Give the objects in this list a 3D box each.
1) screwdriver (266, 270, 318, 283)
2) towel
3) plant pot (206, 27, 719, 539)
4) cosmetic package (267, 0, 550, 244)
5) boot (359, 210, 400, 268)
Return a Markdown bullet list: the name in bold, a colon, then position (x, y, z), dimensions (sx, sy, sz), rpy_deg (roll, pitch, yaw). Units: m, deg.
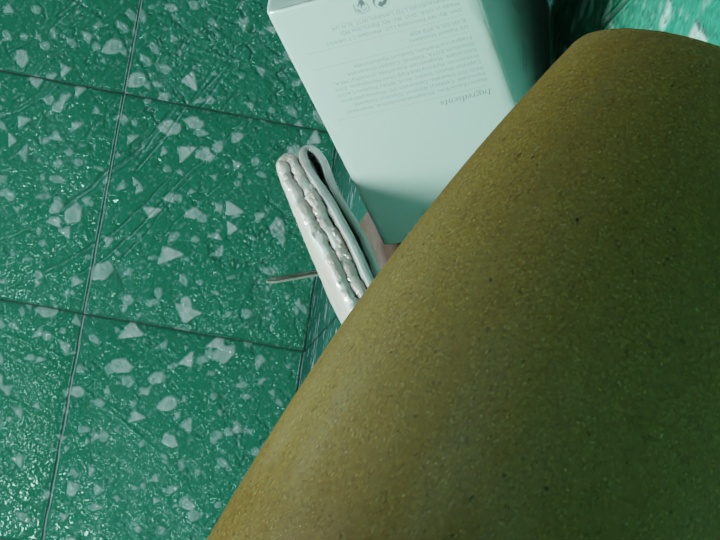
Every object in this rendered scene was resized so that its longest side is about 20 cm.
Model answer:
- **screwdriver**: position (0.000, 0.000, 1.175), dimensions (0.028, 0.199, 0.029), rpy_deg (-9, 96, 51)
- **towel**: position (0.013, 0.044, 0.866), dimensions (0.192, 0.032, 0.201), rpy_deg (71, 174, -58)
- **plant pot**: position (0.071, 0.035, 0.424), dimensions (0.186, 0.185, 0.202), rpy_deg (137, 156, -81)
- **cosmetic package**: position (0.041, -0.162, 0.848), dimensions (0.201, 0.122, 0.201), rpy_deg (60, -154, -43)
- **boot**: position (0.038, 0.000, 1.056), dimensions (0.201, 0.063, 0.188), rpy_deg (-108, 21, -45)
